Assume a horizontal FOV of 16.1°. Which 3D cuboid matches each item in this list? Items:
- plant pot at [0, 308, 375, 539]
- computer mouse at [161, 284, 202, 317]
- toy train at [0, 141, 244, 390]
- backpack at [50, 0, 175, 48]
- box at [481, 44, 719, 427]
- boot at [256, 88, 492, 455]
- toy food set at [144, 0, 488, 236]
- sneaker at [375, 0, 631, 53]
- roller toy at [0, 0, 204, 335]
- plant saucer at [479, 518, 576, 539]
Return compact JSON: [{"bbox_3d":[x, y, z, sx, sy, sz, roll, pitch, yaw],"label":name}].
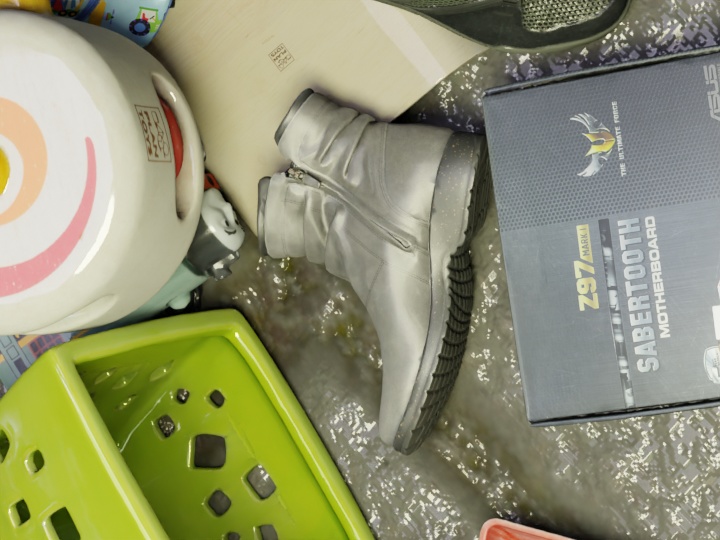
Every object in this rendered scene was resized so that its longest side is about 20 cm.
[{"bbox_3d":[-0.138,0.159,1.531,0.181,0.200,0.200,-37,76,29],"label":"plant pot"},{"bbox_3d":[-0.203,-0.012,1.637,0.199,0.046,0.141,-16,85,26],"label":"computer mouse"},{"bbox_3d":[-0.163,-0.005,1.560,0.200,0.085,0.114,-34,83,15],"label":"toy train"},{"bbox_3d":[-0.198,-0.215,1.550,0.200,0.134,0.184,11,97,49],"label":"backpack"},{"bbox_3d":[0.160,-0.018,1.450,0.157,0.051,0.201,-8,88,28],"label":"box"},{"bbox_3d":[0.000,0.000,1.508,0.131,0.070,0.201,12,96,14],"label":"boot"},{"bbox_3d":[-0.037,-0.133,1.550,0.200,0.060,0.144,-39,86,24],"label":"toy food set"},{"bbox_3d":[0.059,-0.177,1.438,0.198,0.114,0.077,17,86,0],"label":"sneaker"},{"bbox_3d":[-0.190,-0.057,1.448,0.182,0.140,0.201,33,99,14],"label":"roller toy"},{"bbox_3d":[0.150,0.261,1.472,0.199,0.037,0.201,13,97,27],"label":"plant saucer"}]
